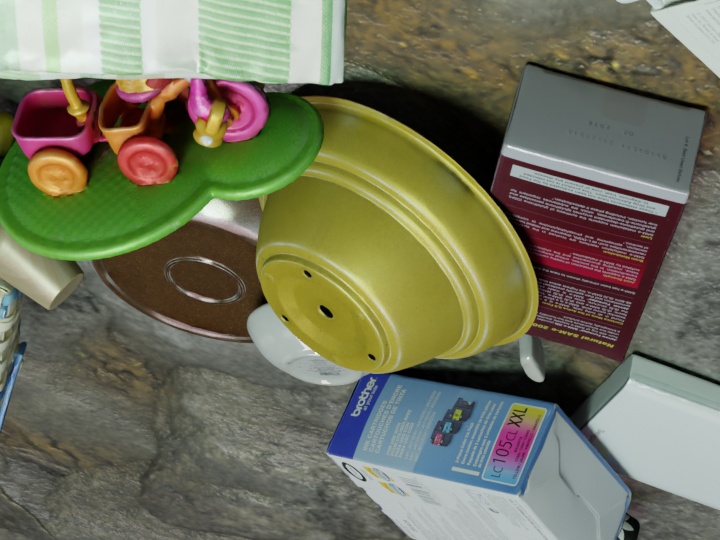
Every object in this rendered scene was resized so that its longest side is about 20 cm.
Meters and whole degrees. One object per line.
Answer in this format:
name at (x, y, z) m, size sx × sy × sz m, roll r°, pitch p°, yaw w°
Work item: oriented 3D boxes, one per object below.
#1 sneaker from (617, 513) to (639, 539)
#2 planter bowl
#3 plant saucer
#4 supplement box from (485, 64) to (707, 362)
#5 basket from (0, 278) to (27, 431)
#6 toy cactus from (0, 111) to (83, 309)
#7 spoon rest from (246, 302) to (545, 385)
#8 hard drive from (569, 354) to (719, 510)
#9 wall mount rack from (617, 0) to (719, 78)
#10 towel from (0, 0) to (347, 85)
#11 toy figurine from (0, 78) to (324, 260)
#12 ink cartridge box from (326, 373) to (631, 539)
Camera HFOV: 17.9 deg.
sneaker at (0.161, 0.233, 1.746) m, size 0.079 × 0.072 × 0.200 m, roll 18°, pitch 149°, yaw 4°
planter bowl at (0.000, 0.000, 1.342) m, size 0.200 × 0.084 × 0.201 m, roll 30°, pitch 152°, yaw 18°
plant saucer at (-0.100, -0.004, 1.506) m, size 0.199 × 0.032 × 0.201 m, roll 12°, pitch 151°, yaw 7°
supplement box at (0.126, -0.029, 1.331) m, size 0.108 × 0.061 × 0.200 m, roll 15°, pitch 149°, yaw 2°
basket at (-0.308, 0.044, 1.551) m, size 0.176 × 0.139 × 0.201 m, roll 22°, pitch 119°, yaw -12°
toy cactus at (-0.239, -0.037, 1.357) m, size 0.165 × 0.102 × 0.200 m, roll 44°, pitch -172°, yaw 6°
spoon rest at (0.023, 0.039, 1.484) m, size 0.199 × 0.061 × 0.099 m, roll 1°, pitch 155°, yaw 18°
hard drive at (0.251, 0.125, 1.568) m, size 0.199 × 0.027 × 0.132 m, roll 20°, pitch 150°, yaw -8°
wall mount rack at (0.224, -0.137, 1.099) m, size 0.173 × 0.075 × 0.200 m, roll -13°, pitch 141°, yaw 45°
towel at (-0.104, -0.163, 1.146) m, size 0.199 × 0.023 × 0.153 m, roll 1°, pitch 122°, yaw -3°
toy figurine at (-0.138, -0.124, 1.239) m, size 0.199 × 0.151 × 0.185 m, roll -5°, pitch 136°, yaw 17°
ink cartridge box at (0.071, 0.141, 1.603) m, size 0.199 × 0.077 × 0.137 m, roll 7°, pitch 151°, yaw 37°
